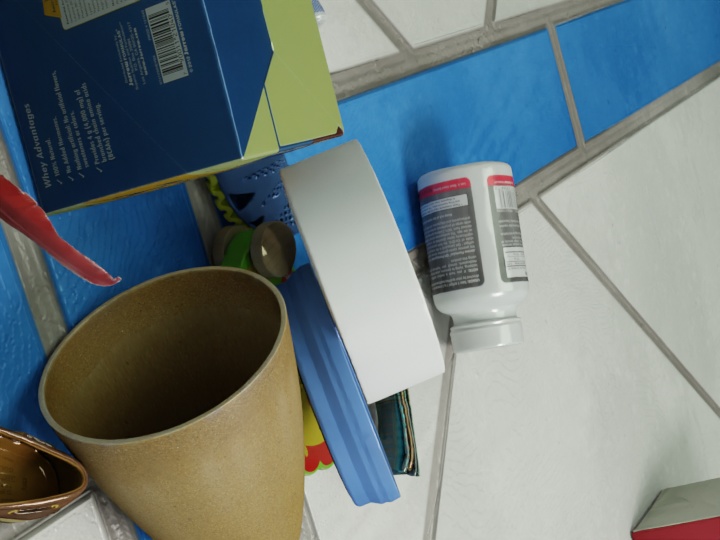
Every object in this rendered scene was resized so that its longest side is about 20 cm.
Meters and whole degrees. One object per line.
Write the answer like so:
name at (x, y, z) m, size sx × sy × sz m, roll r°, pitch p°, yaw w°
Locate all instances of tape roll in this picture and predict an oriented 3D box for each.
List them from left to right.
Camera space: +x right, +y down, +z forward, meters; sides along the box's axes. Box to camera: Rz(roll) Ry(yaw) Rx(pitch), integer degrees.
tape roll at (0.000, 0.000, 0.970) m, size 0.202 × 0.070 × 0.205 m, roll 158°, pitch -89°, yaw -89°

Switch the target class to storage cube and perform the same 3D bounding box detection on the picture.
storage cube at (0.522, 0.417, 1.756) m, size 0.170 × 0.198 × 0.182 m, roll -25°, pitch 95°, yaw -55°

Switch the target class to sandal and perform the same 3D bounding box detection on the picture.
sandal at (-0.098, -0.102, 1.055) m, size 0.200 × 0.086 × 0.080 m, roll 49°, pitch 41°, yaw -40°

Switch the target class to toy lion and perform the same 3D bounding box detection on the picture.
toy lion at (-0.066, 0.080, 1.082) m, size 0.199 × 0.068 × 0.195 m, roll 36°, pitch 60°, yaw -46°

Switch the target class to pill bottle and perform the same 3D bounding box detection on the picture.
pill bottle at (0.130, -0.013, 1.352) m, size 0.110 × 0.109 × 0.204 m, roll 0°, pitch 81°, yaw -56°

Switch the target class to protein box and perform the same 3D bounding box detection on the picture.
protein box at (-0.148, -0.165, 0.890) m, size 0.134 × 0.198 × 0.202 m, roll -22°, pitch 99°, yaw -56°

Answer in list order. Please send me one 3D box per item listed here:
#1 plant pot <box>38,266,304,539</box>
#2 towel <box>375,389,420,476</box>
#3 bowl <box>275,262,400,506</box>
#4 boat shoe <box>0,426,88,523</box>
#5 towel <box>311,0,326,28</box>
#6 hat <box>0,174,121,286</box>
plant pot at (-0.114, 0.132, 0.902) m, size 0.187 × 0.184 × 0.202 m, roll -61°, pitch 142°, yaw -45°
towel at (0.024, 0.099, 1.169) m, size 0.147 × 0.021 × 0.204 m, roll 128°, pitch -45°, yaw -78°
bowl at (-0.021, 0.095, 0.973) m, size 0.201 × 0.039 × 0.203 m, roll 158°, pitch -89°, yaw -88°
boat shoe at (-0.258, 0.120, 0.762) m, size 0.199 × 0.067 × 0.073 m, roll 24°, pitch 62°, yaw -52°
towel at (-0.119, -0.237, 0.959) m, size 0.024 × 0.146 × 0.202 m, roll -13°, pitch 71°, yaw -55°
hat at (-0.287, -0.052, 0.743) m, size 0.165 × 0.198 × 0.178 m, roll -42°, pitch 148°, yaw -33°
